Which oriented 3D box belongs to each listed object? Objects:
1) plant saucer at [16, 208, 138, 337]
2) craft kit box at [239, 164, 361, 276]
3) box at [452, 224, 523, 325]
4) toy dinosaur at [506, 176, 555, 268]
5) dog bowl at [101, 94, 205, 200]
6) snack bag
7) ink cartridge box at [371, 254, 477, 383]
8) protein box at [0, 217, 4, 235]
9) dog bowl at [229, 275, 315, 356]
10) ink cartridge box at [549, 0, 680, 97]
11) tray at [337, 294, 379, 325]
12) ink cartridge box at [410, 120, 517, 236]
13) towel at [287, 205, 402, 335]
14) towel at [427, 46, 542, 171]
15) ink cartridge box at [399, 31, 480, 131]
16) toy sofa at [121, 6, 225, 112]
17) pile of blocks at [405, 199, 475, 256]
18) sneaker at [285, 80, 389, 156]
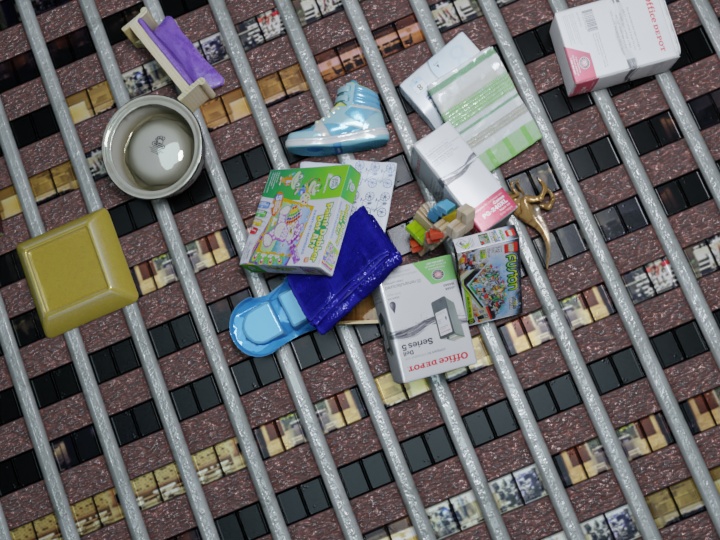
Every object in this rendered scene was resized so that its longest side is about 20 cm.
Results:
[{"bbox_3d":[-0.555,0.002,1.454,0.198,0.048,0.201,-23,82,1],"label":"plant saucer"},{"bbox_3d":[-0.110,-0.091,1.369,0.196,0.048,0.202,2,68,34],"label":"craft kit box"},{"bbox_3d":[0.226,0.012,1.327,0.109,0.201,0.035,-14,46,3],"label":"box"},{"bbox_3d":[0.318,-0.109,1.407,0.106,0.060,0.200,-46,71,10],"label":"toy dinosaur"},{"bbox_3d":[-0.389,-0.229,1.454,0.198,0.074,0.202,-1,85,6],"label":"dog bowl"},{"bbox_3d":[-0.040,-0.125,1.414,0.198,0.021,0.190,6,70,13],"label":"snack bag"},{"bbox_3d":[0.111,0.088,1.356,0.144,0.084,0.202,-13,86,-12],"label":"ink cartridge box"},{"bbox_3d":[-0.825,-0.148,1.448,0.197,0.135,0.202,-15,81,1],"label":"protein box"},{"bbox_3d":[-0.146,0.083,1.413,0.199,0.050,0.112,-29,81,1],"label":"dog bowl"},{"bbox_3d":[0.472,-0.428,1.415,0.198,0.085,0.147,-15,82,4],"label":"ink cartridge box"},{"bbox_3d":[0.000,0.000,1.419,0.098,0.037,0.202,-2,83,4],"label":"tray"},{"bbox_3d":[0.182,-0.154,1.369,0.083,0.145,0.201,-36,82,-3],"label":"ink cartridge box"},{"bbox_3d":[-0.035,-0.004,1.322,0.200,0.049,0.148,-42,56,11],"label":"towel"},{"bbox_3d":[0.233,-0.297,1.424,0.148,0.031,0.201,-32,99,1],"label":"towel"},{"bbox_3d":[0.196,-0.326,1.440,0.160,0.047,0.200,-40,80,-1],"label":"ink cartridge box"},{"bbox_3d":[-0.362,-0.417,1.475,0.097,0.083,0.200,-39,82,-1],"label":"toy sofa"},{"bbox_3d":[0.125,-0.077,1.337,0.062,0.200,0.082,-36,93,-26],"label":"pile of blocks"},{"bbox_3d":[-0.050,-0.292,1.440,0.198,0.080,0.132,-7,84,-6],"label":"sneaker"}]
